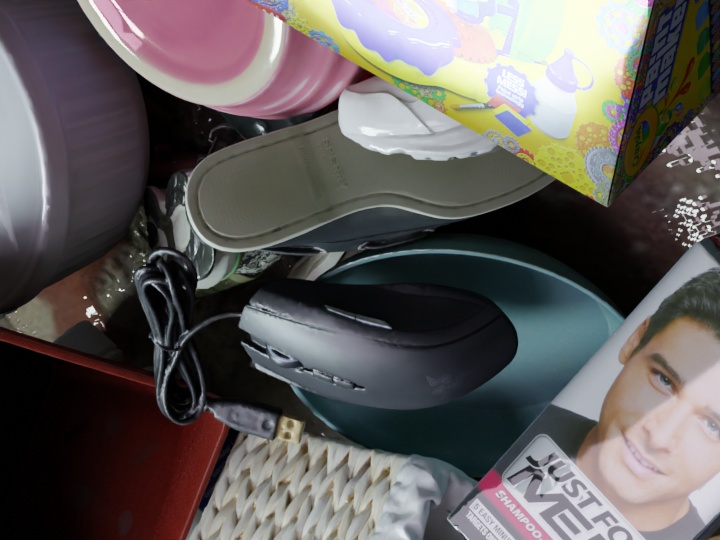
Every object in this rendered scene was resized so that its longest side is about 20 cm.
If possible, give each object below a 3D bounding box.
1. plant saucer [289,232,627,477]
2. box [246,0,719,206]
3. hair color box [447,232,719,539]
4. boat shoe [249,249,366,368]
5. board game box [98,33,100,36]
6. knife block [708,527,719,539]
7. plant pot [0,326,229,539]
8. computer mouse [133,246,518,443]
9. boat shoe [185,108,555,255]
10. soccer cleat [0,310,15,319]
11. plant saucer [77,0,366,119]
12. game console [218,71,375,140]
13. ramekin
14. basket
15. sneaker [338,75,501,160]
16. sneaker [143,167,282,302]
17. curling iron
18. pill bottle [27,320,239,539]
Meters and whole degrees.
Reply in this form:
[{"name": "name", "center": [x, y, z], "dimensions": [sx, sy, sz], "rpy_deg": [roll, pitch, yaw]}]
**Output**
[{"name": "plant saucer", "center": [0.057, 0.039, 1.385], "dimensions": [0.199, 0.036, 0.201], "rpy_deg": [7, 143, 5]}, {"name": "box", "center": [0.080, -0.165, 1.099], "dimensions": [0.199, 0.193, 0.122], "rpy_deg": [31, 141, 21]}, {"name": "hair color box", "center": [0.145, 0.085, 1.291], "dimensions": [0.099, 0.061, 0.200], "rpy_deg": [46, 114, 14]}, {"name": "boat shoe", "center": [0.000, 0.000, 1.435], "dimensions": [0.059, 0.072, 0.200], "rpy_deg": [26, 136, -6]}, {"name": "board game box", "center": [-0.064, -0.175, 1.355], "dimensions": [0.152, 0.045, 0.201], "rpy_deg": [30, 139, 20]}, {"name": "knife block", "center": [0.181, 0.171, 1.386], "dimensions": [0.175, 0.064, 0.201], "rpy_deg": [-20, 109, 39]}, {"name": "plant pot", "center": [-0.223, 0.117, 1.489], "dimensions": [0.199, 0.201, 0.176], "rpy_deg": [19, -175, -30]}, {"name": "computer mouse", "center": [-0.021, 0.058, 1.361], "dimensions": [0.199, 0.046, 0.141], "rpy_deg": [8, 141, 3]}, {"name": "boat shoe", "center": [0.007, -0.047, 1.315], "dimensions": [0.066, 0.198, 0.075], "rpy_deg": [138, 113, -78]}, {"name": "soccer cleat", "center": [-0.245, -0.014, 1.675], "dimensions": [0.074, 0.068, 0.200], "rpy_deg": [63, 146, 10]}, {"name": "plant saucer", "center": [-0.079, -0.157, 1.266], "dimensions": [0.200, 0.051, 0.201], "rpy_deg": [27, 137, 28]}, {"name": "game console", "center": [-0.053, -0.161, 1.301], "dimensions": [0.177, 0.031, 0.200], "rpy_deg": [49, 142, 2]}, {"name": "ramekin", "center": [-0.204, -0.080, 1.503], "dimensions": [0.202, 0.094, 0.204], "rpy_deg": [22, 120, 43]}, {"name": "basket", "center": [0.002, 0.209, 1.470], "dimensions": [0.160, 0.201, 0.198], "rpy_deg": [15, 166, 41]}, {"name": "sneaker", "center": [0.077, -0.113, 1.232], "dimensions": [0.199, 0.078, 0.100], "rpy_deg": [-13, 101, 18]}, {"name": "sneaker", "center": [-0.070, -0.017, 1.477], "dimensions": [0.200, 0.088, 0.077], "rpy_deg": [172, 93, -76]}, {"name": "curling iron", "center": [-0.114, -0.065, 1.517], "dimensions": [0.049, 0.026, 0.199], "rpy_deg": [28, 162, -38]}, {"name": "pill bottle", "center": [-0.129, 0.130, 1.635], "dimensions": [0.200, 0.120, 0.120], "rpy_deg": [43, 143, 6]}]
